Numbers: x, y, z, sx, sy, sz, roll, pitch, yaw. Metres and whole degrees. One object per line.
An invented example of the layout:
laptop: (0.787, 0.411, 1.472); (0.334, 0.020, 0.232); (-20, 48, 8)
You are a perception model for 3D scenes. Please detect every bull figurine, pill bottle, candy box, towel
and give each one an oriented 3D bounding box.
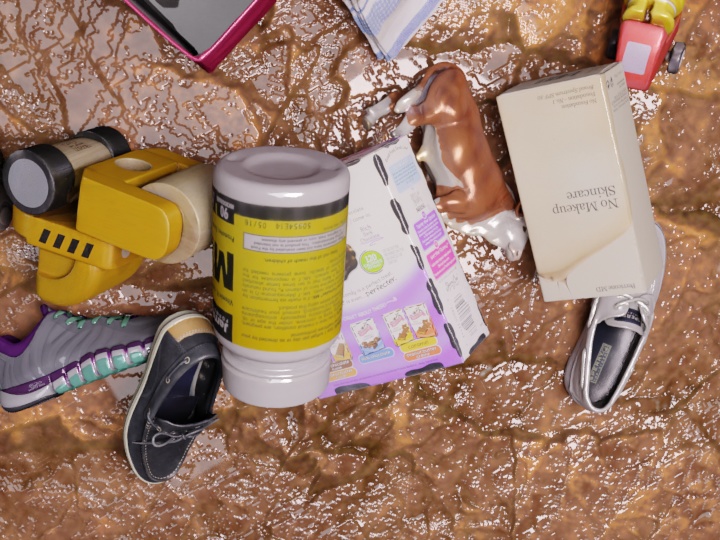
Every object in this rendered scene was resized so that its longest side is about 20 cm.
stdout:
bull figurine: (0.087, -0.093, 0.958); (0.121, 0.065, 0.201); (-23, 96, -21)
pill bottle: (-0.069, 0.006, 0.853); (0.114, 0.114, 0.201); (1, 114, -5)
candy box: (0.000, 0.000, 0.926); (0.167, 0.072, 0.201); (-17, 101, 33)
towel: (0.041, -0.275, 0.876); (0.024, 0.200, 0.147); (42, 91, 20)

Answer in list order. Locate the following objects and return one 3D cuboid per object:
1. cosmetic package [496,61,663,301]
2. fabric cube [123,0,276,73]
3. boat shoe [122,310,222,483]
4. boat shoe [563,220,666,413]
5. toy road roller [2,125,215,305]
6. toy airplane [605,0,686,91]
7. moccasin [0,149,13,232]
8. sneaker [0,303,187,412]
cosmetic package: (0.203, -0.080, 0.930); (0.103, 0.073, 0.201); (-8, 105, 32)
fabric cube: (-0.136, -0.304, 0.845); (0.196, 0.199, 0.200); (43, 92, -10)
boat shoe: (-0.171, 0.131, 0.940); (0.074, 0.062, 0.201); (-7, 130, -39)
boat shoe: (0.261, 0.045, 0.998); (0.073, 0.065, 0.201); (12, 97, -6)
toy road roller: (-0.215, -0.035, 0.904); (0.199, 0.123, 0.147); (18, 114, 17)
toy airplane: (0.279, -0.289, 0.912); (0.199, 0.141, 0.200); (-29, 80, 13)
moccasin: (-0.385, -0.118, 0.914); (0.077, 0.074, 0.202); (-30, 103, 9)
sneaker: (-0.256, 0.061, 0.953); (0.199, 0.074, 0.088); (-22, 88, -5)
